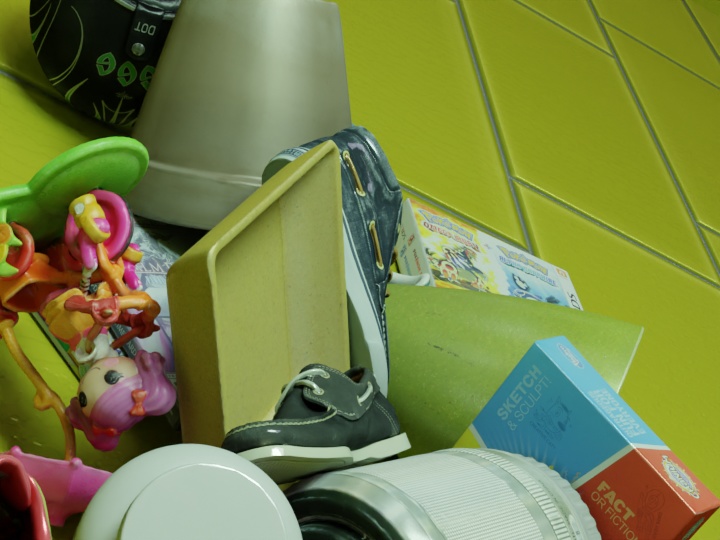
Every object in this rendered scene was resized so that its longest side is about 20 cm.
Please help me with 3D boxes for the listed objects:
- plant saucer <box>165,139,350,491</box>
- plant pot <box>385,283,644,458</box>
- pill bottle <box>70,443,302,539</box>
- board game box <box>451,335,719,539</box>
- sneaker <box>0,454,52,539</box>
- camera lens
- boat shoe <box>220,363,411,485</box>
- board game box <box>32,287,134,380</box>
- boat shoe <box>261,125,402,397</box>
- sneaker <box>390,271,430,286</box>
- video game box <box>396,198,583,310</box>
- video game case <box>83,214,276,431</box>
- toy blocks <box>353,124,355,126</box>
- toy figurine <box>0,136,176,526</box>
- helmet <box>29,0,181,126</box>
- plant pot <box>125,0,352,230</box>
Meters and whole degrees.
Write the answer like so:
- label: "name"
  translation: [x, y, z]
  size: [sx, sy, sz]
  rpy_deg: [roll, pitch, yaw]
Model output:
- label: "plant saucer"
  translation: [-0.064, 0.040, 0.948]
  size: [0.048, 0.202, 0.200]
  rpy_deg: [6, 25, 20]
- label: "plant pot"
  translation: [0.086, 0.090, 1.144]
  size: [0.199, 0.188, 0.187]
  rpy_deg: [24, 24, 10]
- label: "pill bottle"
  translation: [-0.092, 0.152, 0.762]
  size: [0.111, 0.200, 0.114]
  rpy_deg: [4, 72, -14]
- label: "board game box"
  translation: [0.117, 0.168, 1.000]
  size: [0.153, 0.201, 0.040]
  rpy_deg: [47, 28, 25]
- label: "sneaker"
  translation: [-0.204, 0.123, 0.802]
  size: [0.078, 0.091, 0.200]
  rpy_deg: [4, 30, -43]
- label: "camera lens"
  translation: [0.038, 0.192, 0.908]
  size: [0.199, 0.160, 0.160]
  rpy_deg: [-2, 44, -51]
- label: "boat shoe"
  translation: [-0.032, 0.091, 0.903]
  size: [0.200, 0.071, 0.068]
  rpy_deg: [3, 70, -68]
- label: "board game box"
  translation: [-0.141, 0.033, 1.103]
  size: [0.135, 0.034, 0.199]
  rpy_deg: [48, 29, 24]
- label: "boat shoe"
  translation: [0.000, 0.000, 1.081]
  size: [0.070, 0.202, 0.091]
  rpy_deg: [0, 20, 43]
- label: "sneaker"
  translation: [-0.033, -0.013, 1.241]
  size: [0.199, 0.094, 0.070]
  rpy_deg: [32, 26, -7]
- label: "video game box"
  translation: [0.129, 0.031, 1.420]
  size: [0.199, 0.047, 0.183]
  rpy_deg: [23, 26, -24]
- label: "video game case"
  translation: [-0.120, 0.032, 1.071]
  size: [0.142, 0.019, 0.200]
  rpy_deg: [4, 41, -48]
- label: "toy blocks"
  translation: [-0.058, -0.117, 1.407]
  size: [0.137, 0.100, 0.200]
  rpy_deg: [41, 24, -13]
- label: "toy figurine"
  translation: [-0.171, 0.051, 0.900]
  size: [0.185, 0.199, 0.150]
  rpy_deg: [60, 12, 18]
- label: "helmet"
  translation: [-0.190, -0.220, 1.293]
  size: [0.198, 0.191, 0.202]
  rpy_deg: [11, 58, -17]
- label: "plant pot"
  translation: [-0.085, -0.126, 1.168]
  size: [0.198, 0.175, 0.200]
  rpy_deg: [8, 8, -1]
